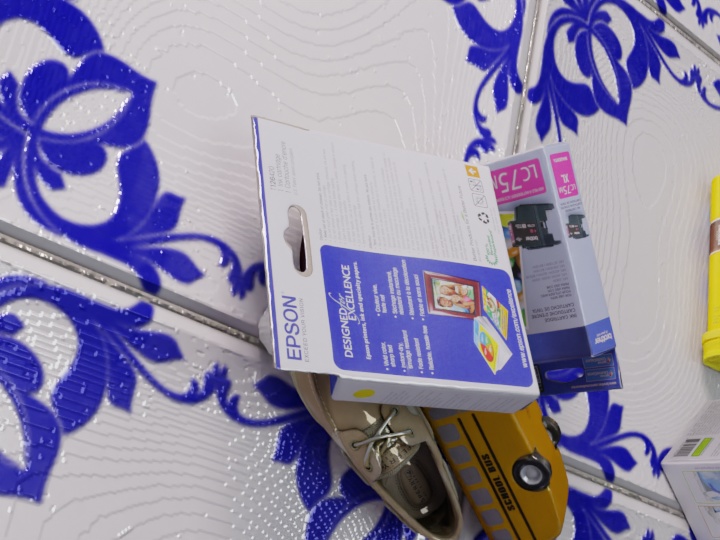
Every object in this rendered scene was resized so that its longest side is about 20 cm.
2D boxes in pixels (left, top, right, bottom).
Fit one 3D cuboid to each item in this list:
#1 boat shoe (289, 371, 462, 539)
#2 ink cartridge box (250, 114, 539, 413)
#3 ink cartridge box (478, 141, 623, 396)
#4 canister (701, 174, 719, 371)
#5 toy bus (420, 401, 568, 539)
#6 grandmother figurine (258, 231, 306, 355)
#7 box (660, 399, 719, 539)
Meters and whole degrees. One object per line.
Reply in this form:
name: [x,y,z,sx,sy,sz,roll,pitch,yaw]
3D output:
boat shoe: [0.018,0.117,0.825,0.072,0.065,0.201,-34,120,-7]
ink cartridge box: [0.016,-0.002,0.806,0.199,0.047,0.199,7,57,-24]
ink cartridge box: [0.136,0.007,0.938,0.042,0.119,0.201,-17,93,-42]
canister: [0.423,0.009,1.206,0.148,0.086,0.201,21,67,-36]
toy bus: [0.100,0.117,0.904,0.201,0.078,0.065,62,26,-15]
grandmother figurine: [0.000,0.000,0.869,0.121,0.061,0.200,43,56,7]
box: [0.396,0.237,1.127,0.112,0.101,0.201,-37,106,-38]
